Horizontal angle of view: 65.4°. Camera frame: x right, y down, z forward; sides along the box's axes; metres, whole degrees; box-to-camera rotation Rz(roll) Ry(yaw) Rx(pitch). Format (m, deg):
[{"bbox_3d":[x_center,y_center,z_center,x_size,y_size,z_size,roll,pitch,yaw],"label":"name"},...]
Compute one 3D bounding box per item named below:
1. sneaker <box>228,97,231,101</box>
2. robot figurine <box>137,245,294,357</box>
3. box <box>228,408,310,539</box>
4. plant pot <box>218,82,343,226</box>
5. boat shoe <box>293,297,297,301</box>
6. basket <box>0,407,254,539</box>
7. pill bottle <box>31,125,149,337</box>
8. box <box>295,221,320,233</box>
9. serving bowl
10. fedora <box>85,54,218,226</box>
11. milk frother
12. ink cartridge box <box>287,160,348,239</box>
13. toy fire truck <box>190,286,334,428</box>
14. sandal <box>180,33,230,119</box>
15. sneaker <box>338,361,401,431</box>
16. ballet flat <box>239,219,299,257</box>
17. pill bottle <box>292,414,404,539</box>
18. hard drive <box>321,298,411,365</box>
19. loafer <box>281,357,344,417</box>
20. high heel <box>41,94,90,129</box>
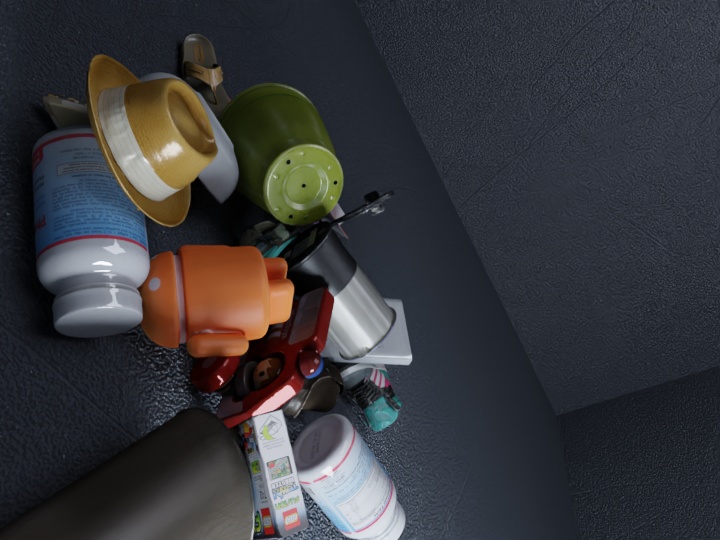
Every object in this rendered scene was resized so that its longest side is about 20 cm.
[{"bbox_3d":[-0.194,-0.242,1.032,0.202,0.086,0.074,59,22,-19],"label":"sneaker"},{"bbox_3d":[-0.182,0.032,0.680,0.116,0.196,0.147,157,-73,-69],"label":"robot figurine"},{"bbox_3d":[-0.123,0.224,0.594,0.034,0.200,0.112,-5,69,-35],"label":"box"},{"bbox_3d":[-0.118,-0.173,0.900,0.201,0.200,0.193,47,2,-40],"label":"plant pot"},{"bbox_3d":[-0.106,0.107,0.940,0.092,0.075,0.201,31,40,5],"label":"boat shoe"},{"bbox_3d":[-0.203,0.237,0.475,0.199,0.133,0.185,-11,104,-63],"label":"basket"},{"bbox_3d":[-0.282,-0.040,0.590,0.108,0.107,0.204,25,46,-59],"label":"pill bottle"},{"bbox_3d":[-0.101,-0.095,1.081,0.143,0.036,0.201,52,5,-38],"label":"box"},{"bbox_3d":[-0.233,-0.199,0.808,0.202,0.065,0.200,57,-4,7],"label":"serving bowl"},{"bbox_3d":[-0.212,-0.148,0.613,0.201,0.080,0.205,-17,91,-84],"label":"fedora"},{"bbox_3d":[0.000,0.000,0.874,0.189,0.198,0.182,52,38,-22],"label":"milk frother"},{"bbox_3d":[-0.094,-0.170,1.141,0.201,0.045,0.176,55,-10,-28],"label":"ink cartridge box"},{"bbox_3d":[-0.117,0.114,0.747,0.113,0.166,0.202,54,24,-27],"label":"toy fire truck"},{"bbox_3d":[-0.266,-0.340,0.963,0.079,0.054,0.204,-2,63,-32],"label":"sandal"},{"bbox_3d":[0.016,0.242,1.066,0.199,0.083,0.122,23,38,-62],"label":"sneaker"},{"bbox_3d":[-0.167,-0.044,0.948,0.075,0.073,0.200,63,20,-7],"label":"ballet flat"},{"bbox_3d":[-0.014,0.325,0.845,0.202,0.107,0.109,58,23,-23],"label":"pill bottle"},{"bbox_3d":[-0.008,0.108,1.039,0.196,0.027,0.134,6,53,-19],"label":"hard drive"},{"bbox_3d":[-0.065,0.187,0.882,0.071,0.074,0.200,37,12,10],"label":"loafer"},{"bbox_3d":[-0.316,-0.175,0.742,0.199,0.072,0.143,36,13,-33],"label":"high heel"}]
